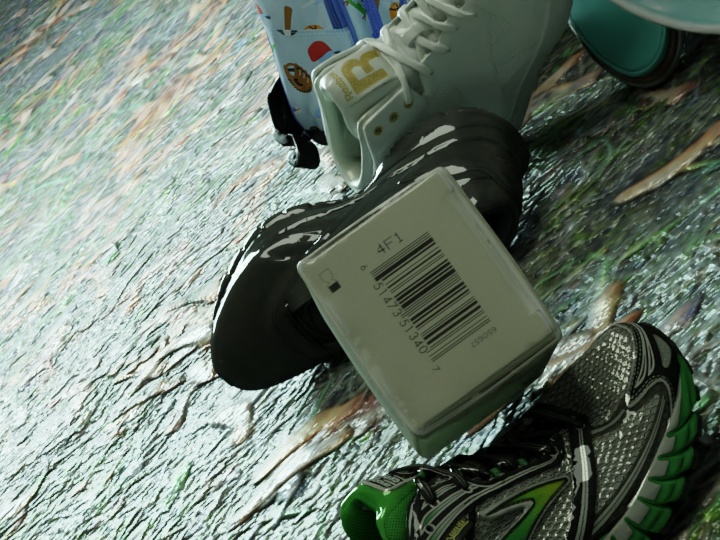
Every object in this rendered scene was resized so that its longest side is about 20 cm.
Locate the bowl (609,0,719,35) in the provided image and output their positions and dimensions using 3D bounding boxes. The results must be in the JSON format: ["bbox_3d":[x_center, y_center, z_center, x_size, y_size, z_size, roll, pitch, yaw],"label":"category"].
[{"bbox_3d":[0.180,-0.212,1.192,0.201,0.201,0.105,-38,-6,13],"label":"bowl"}]

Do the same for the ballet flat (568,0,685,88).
[{"bbox_3d":[0.125,-0.172,1.309,0.067,0.064,0.200,-49,55,25],"label":"ballet flat"}]

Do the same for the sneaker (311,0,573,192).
[{"bbox_3d":[0.037,-0.116,1.257,0.115,0.074,0.201,-23,-34,-27],"label":"sneaker"}]

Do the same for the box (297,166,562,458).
[{"bbox_3d":[0.028,0.022,0.983,0.068,0.082,0.200,-35,-5,-2],"label":"box"}]

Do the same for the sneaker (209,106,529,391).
[{"bbox_3d":[0.000,0.000,1.245,0.200,0.076,0.091,-40,25,20],"label":"sneaker"}]

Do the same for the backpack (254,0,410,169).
[{"bbox_3d":[0.014,-0.187,1.453,0.153,0.191,0.200,-3,40,40],"label":"backpack"}]

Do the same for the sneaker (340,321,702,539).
[{"bbox_3d":[0.048,0.091,0.893,0.200,0.085,0.078,-48,18,-20],"label":"sneaker"}]
